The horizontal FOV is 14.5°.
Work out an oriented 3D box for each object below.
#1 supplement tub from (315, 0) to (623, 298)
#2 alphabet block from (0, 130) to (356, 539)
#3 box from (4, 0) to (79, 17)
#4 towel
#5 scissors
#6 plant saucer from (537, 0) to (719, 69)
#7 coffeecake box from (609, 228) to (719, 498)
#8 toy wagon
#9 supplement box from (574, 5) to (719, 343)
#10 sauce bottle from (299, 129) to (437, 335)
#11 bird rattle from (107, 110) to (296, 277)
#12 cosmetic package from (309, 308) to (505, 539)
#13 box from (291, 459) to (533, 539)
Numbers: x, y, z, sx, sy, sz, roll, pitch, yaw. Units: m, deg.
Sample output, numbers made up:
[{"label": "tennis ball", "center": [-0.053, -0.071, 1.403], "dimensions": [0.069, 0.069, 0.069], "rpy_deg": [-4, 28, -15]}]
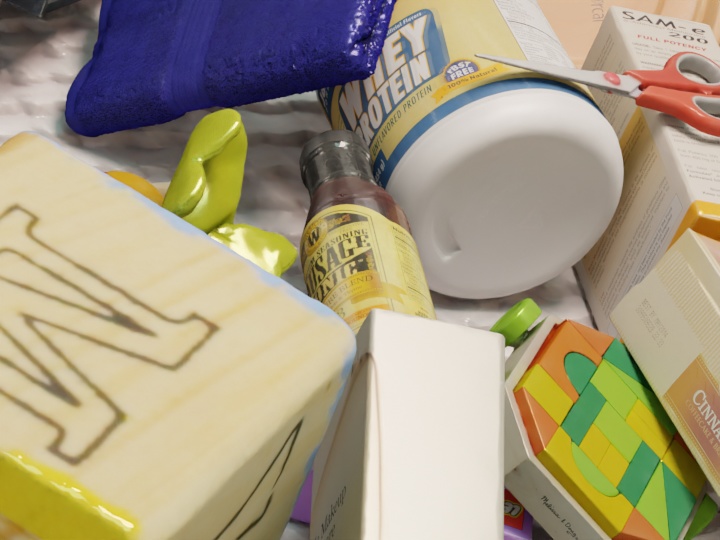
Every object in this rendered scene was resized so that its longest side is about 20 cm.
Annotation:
[{"label": "supplement tub", "center": [0.055, -0.097, 1.647], "dimensions": [0.144, 0.145, 0.200], "rpy_deg": [2, 40, -26]}, {"label": "alphabet block", "center": [-0.148, 0.091, 1.259], "dimensions": [0.196, 0.196, 0.200], "rpy_deg": [29, 35, 13]}, {"label": "box", "center": [-0.225, -0.212, 1.674], "dimensions": [0.158, 0.046, 0.200], "rpy_deg": [25, 15, 4]}, {"label": "towel", "center": [-0.066, -0.145, 1.623], "dimensions": [0.199, 0.050, 0.148], "rpy_deg": [-10, 48, 29]}, {"label": "scissors", "center": [0.153, -0.100, 1.581], "dimensions": [0.199, 0.014, 0.073], "rpy_deg": [-1, 44, -43]}, {"label": "plant saucer", "center": [0.136, -0.182, 1.786], "dimensions": [0.199, 0.032, 0.201], "rpy_deg": [0, 80, 1]}, {"label": "coffeecake box", "center": [0.253, 0.075, 1.541], "dimensions": [0.200, 0.073, 0.154], "rpy_deg": [19, 31, -40]}, {"label": "toy wagon", "center": [0.128, 0.083, 1.497], "dimensions": [0.155, 0.040, 0.200], "rpy_deg": [48, 30, -4]}, {"label": "supplement box", "center": [0.179, -0.044, 1.662], "dimensions": [0.073, 0.126, 0.200], "rpy_deg": [8, 39, -20]}, {"label": "sauce bottle", "center": [0.000, 0.000, 1.499], "dimensions": [0.066, 0.066, 0.200], "rpy_deg": [8, 35, -19]}, {"label": "bird rattle", "center": [-0.136, -0.007, 1.462], "dimensions": [0.199, 0.113, 0.163], "rpy_deg": [-17, 11, 3]}, {"label": "cosmetic package", "center": [0.020, 0.131, 1.336], "dimensions": [0.073, 0.104, 0.201], "rpy_deg": [12, 50, -13]}, {"label": "box", "center": [-0.003, 0.080, 1.479], "dimensions": [0.199, 0.039, 0.137], "rpy_deg": [19, 36, -5]}]
